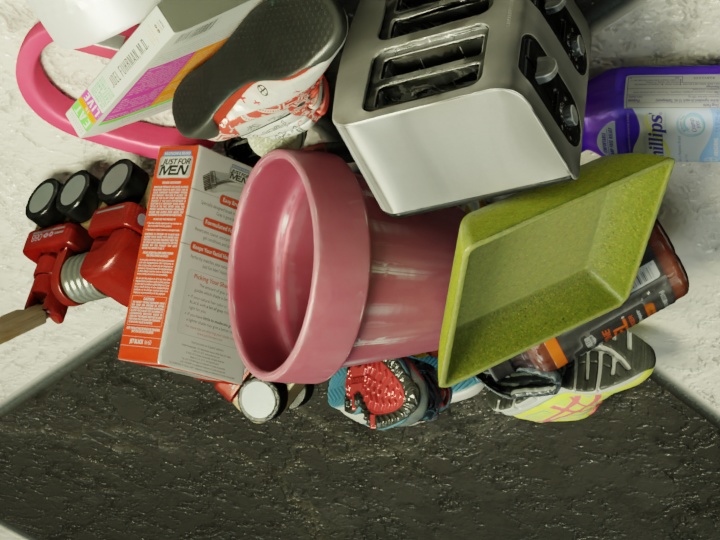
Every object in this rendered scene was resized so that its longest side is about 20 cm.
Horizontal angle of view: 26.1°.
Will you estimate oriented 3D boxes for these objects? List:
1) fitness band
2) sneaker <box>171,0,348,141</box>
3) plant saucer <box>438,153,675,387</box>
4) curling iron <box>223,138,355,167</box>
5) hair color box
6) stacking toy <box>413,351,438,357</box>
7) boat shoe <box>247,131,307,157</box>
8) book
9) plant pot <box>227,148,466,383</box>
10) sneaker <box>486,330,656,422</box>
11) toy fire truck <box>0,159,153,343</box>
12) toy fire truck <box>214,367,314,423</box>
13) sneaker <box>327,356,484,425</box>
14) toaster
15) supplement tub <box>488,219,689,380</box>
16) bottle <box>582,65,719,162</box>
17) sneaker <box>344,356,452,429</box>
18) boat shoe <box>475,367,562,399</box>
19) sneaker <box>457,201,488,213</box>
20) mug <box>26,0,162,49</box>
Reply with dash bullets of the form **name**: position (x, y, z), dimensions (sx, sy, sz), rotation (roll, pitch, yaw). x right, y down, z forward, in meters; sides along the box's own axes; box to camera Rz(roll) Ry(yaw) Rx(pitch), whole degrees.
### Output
- **fitness band**: position (-0.219, -0.167, 1.424), dimensions (0.198, 0.038, 0.144), rotation (16, 145, -3)
- **sneaker**: position (-0.053, -0.162, 1.234), dimensions (0.107, 0.068, 0.201), rotation (-3, 161, -45)
- **plant saucer**: position (0.146, -0.010, 1.270), dimensions (0.198, 0.048, 0.201), rotation (-23, 148, -20)
- **curling iron**: position (-0.037, -0.112, 1.442), dimensions (0.198, 0.026, 0.050), rotation (1, 154, 15)
- **hair color box**: position (-0.148, -0.004, 1.435), dimensions (0.064, 0.202, 0.110), rotation (4, 169, 42)
- **stacking toy**: position (0.049, 0.053, 1.542), dimensions (0.198, 0.086, 0.086), rotation (7, 146, 36)
- **boat shoe**: position (-0.069, -0.192, 1.328), dimensions (0.074, 0.062, 0.202), rotation (9, 127, 12)
- **book**: position (-0.145, -0.177, 1.244), dimensions (0.048, 0.133, 0.200), rotation (58, 143, 0)
- **plant pot**: position (0.000, 0.000, 1.350), dimensions (0.177, 0.202, 0.200), rotation (4, 148, -25)
- **sneaker**: position (0.233, 0.114, 1.627), dimensions (0.199, 0.079, 0.090), rotation (-18, 141, 42)
- **toy fire truck**: position (-0.273, 0.004, 1.480), dimensions (0.175, 0.202, 0.128), rotation (-9, 145, 40)
- **toy fire truck**: position (-0.102, 0.023, 1.529), dimensions (0.200, 0.129, 0.177), rotation (40, 107, 11)
- **sneaker**: position (0.062, 0.123, 1.687), dimensions (0.199, 0.077, 0.081), rotation (-13, 145, 38)
- **toaster**: position (0.078, -0.149, 1.244), dimensions (0.198, 0.182, 0.119), rotation (-11, 134, 26)
- **supplement tub**: position (0.193, 0.023, 1.424), dimensions (0.199, 0.107, 0.107), rotation (-30, 132, 5)
- **bottle**: position (0.232, -0.132, 1.311), dimensions (0.198, 0.066, 0.084), rotation (1, 142, 14)
- **sneaker**: position (0.046, 0.106, 1.468), dimensions (0.094, 0.080, 0.200), rotation (4, -179, -12)
- **boat shoe**: position (0.114, 0.074, 1.585), dimensions (0.198, 0.092, 0.071), rotation (4, 142, 11)
- **sneaker**: position (0.089, -0.035, 1.481), dimensions (0.087, 0.076, 0.201), rotation (-5, 130, 32)
- **mug**: position (-0.196, -0.295, 1.177), dimensions (0.199, 0.148, 0.176), rotation (-26, 120, 10)
